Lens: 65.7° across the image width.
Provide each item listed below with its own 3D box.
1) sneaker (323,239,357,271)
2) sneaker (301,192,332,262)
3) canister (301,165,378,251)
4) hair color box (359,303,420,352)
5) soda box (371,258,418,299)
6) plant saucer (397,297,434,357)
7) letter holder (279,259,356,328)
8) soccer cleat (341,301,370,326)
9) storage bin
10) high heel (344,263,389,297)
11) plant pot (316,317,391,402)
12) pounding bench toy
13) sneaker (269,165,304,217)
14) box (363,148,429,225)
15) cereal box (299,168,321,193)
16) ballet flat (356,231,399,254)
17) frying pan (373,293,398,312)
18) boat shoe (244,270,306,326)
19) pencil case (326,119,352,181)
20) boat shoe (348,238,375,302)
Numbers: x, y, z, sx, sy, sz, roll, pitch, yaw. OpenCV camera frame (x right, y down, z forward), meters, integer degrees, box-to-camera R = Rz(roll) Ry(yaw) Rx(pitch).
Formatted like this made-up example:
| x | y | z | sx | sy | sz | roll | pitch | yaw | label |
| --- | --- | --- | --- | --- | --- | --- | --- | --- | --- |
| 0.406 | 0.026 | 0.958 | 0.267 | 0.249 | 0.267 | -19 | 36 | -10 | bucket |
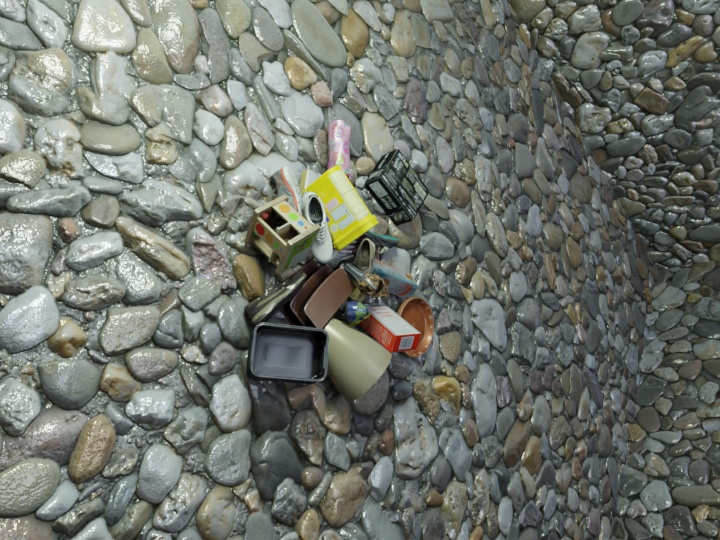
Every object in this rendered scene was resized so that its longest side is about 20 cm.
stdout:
| x | y | z | sx | sy | sz | roll | pitch | yaw | label |
| --- | --- | --- | --- | --- | --- | --- | --- | --- | --- |
| -0.043 | -0.076 | 1.715 | 0.200 | 0.073 | 0.088 | -47 | 127 | -16 | sneaker |
| -0.123 | -0.116 | 1.549 | 0.072 | 0.071 | 0.202 | -17 | 101 | -8 | sneaker |
| -0.061 | -0.179 | 1.602 | 0.201 | 0.148 | 0.086 | 57 | 28 | -1 | canister |
| 0.081 | 0.171 | 1.695 | 0.100 | 0.200 | 0.062 | 0 | 114 | -35 | hair color box |
| 0.097 | 0.028 | 1.831 | 0.199 | 0.064 | 0.069 | 21 | 31 | -38 | soda box |
| 0.179 | 0.191 | 1.889 | 0.199 | 0.032 | 0.203 | 0 | 90 | -46 | plant saucer |
| -0.130 | 0.063 | 1.600 | 0.143 | 0.100 | 0.200 | 54 | 49 | -16 | letter holder |
| -0.011 | 0.135 | 1.644 | 0.082 | 0.200 | 0.066 | 2 | 78 | 2 | soccer cleat |
| -0.190 | 0.219 | 1.459 | 0.197 | 0.094 | 0.137 | 8 | 73 | -16 | storage bin |
| 0.049 | 0.058 | 1.643 | 0.199 | 0.142 | 0.072 | 34 | 93 | -41 | high heel |
| -0.045 | 0.237 | 1.600 | 0.200 | 0.187 | 0.188 | 45 | 52 | -8 | plant pot |
| -0.231 | -0.079 | 1.532 | 0.156 | 0.201 | 0.124 | 42 | 44 | 12 | pounding bench toy |
| -0.206 | -0.195 | 1.612 | 0.077 | 0.081 | 0.202 | -6 | 76 | -75 | sneaker |
| 0.128 | -0.288 | 1.939 | 0.200 | 0.086 | 0.165 | 48 | 52 | -24 | box |
| -0.105 | -0.210 | 1.730 | 0.199 | 0.039 | 0.146 | 20 | 69 | -39 | cereal box |
| 0.050 | -0.092 | 1.838 | 0.199 | 0.072 | 0.074 | 13 | 71 | -47 | ballet flat |
| 0.061 | 0.101 | 1.823 | 0.189 | 0.031 | 0.117 | 17 | 67 | -43 | frying pan |
| -0.229 | 0.061 | 1.498 | 0.073 | 0.075 | 0.200 | 44 | 65 | 9 | boat shoe |
| -0.066 | -0.373 | 1.773 | 0.087 | 0.087 | 0.203 | 13 | 68 | -40 | pencil case |
| 0.000 | 0.000 | 1.726 | 0.065 | 0.071 | 0.203 | 41 | 63 | -80 | boat shoe |
